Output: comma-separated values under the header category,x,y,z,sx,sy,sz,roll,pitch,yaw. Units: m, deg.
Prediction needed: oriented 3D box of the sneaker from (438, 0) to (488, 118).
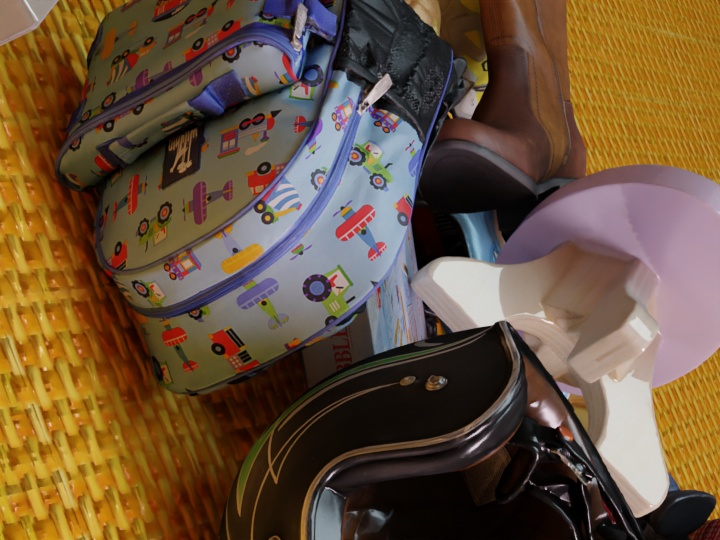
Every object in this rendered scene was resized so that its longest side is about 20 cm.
category,x,y,z,sx,sy,sz,roll,pitch,yaw
sneaker,0.074,-0.139,1.844,0.076,0.076,0.200,52,3,8

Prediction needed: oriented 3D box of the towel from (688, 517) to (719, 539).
category,x,y,z,sx,sy,sz,roll,pitch,yaw
towel,0.200,0.218,1.777,0.022,0.145,0.200,27,-9,-3

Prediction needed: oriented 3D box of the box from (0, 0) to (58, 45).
category,x,y,z,sx,sy,sz,roll,pitch,yaw
box,-0.211,-0.185,1.247,0.201,0.082,0.068,63,16,-16

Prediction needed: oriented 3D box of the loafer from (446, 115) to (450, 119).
category,x,y,z,sx,sy,sz,roll,pitch,yaw
loafer,0.061,-0.053,1.900,0.201,0.073,0.071,63,19,-12

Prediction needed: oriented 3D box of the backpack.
category,x,y,z,sx,sy,sz,roll,pitch,yaw
backpack,-0.057,-0.047,1.390,0.135,0.182,0.201,46,37,-29

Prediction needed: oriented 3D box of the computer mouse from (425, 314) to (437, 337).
category,x,y,z,sx,sy,sz,roll,pitch,yaw
computer mouse,0.000,0.000,1.701,0.200,0.044,0.110,58,19,-26

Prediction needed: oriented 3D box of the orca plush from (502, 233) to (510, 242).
category,x,y,z,sx,sy,sz,roll,pitch,yaw
orca plush,0.133,-0.022,1.842,0.105,0.071,0.201,49,34,-30

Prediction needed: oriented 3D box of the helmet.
category,x,y,z,sx,sy,sz,roll,pitch,yaw
helmet,0.026,0.133,1.364,0.200,0.190,0.200,57,6,-9

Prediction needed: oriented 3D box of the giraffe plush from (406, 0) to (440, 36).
category,x,y,z,sx,sy,sz,roll,pitch,yaw
giraffe plush,-0.013,-0.160,1.657,0.163,0.199,0.173,66,-8,-12

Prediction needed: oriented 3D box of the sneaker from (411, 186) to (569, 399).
category,x,y,z,sx,sy,sz,roll,pitch,yaw
sneaker,0.061,0.018,1.738,0.201,0.078,0.090,63,31,-17

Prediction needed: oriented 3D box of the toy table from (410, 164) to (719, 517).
category,x,y,z,sx,sy,sz,roll,pitch,yaw
toy table,0.122,0.034,1.603,0.184,0.200,0.117,38,50,2

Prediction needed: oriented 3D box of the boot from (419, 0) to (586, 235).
category,x,y,z,sx,sy,sz,roll,pitch,yaw
boot,0.085,-0.131,1.685,0.188,0.068,0.201,16,70,-56

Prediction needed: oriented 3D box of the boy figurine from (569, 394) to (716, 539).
category,x,y,z,sx,sy,sz,roll,pitch,yaw
boy figurine,0.131,0.113,1.850,0.064,0.125,0.200,-2,36,-48

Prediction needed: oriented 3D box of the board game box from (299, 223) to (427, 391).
category,x,y,z,sx,sy,sz,roll,pitch,yaw
board game box,0.004,0.036,1.541,0.200,0.041,0.201,-83,168,-54
